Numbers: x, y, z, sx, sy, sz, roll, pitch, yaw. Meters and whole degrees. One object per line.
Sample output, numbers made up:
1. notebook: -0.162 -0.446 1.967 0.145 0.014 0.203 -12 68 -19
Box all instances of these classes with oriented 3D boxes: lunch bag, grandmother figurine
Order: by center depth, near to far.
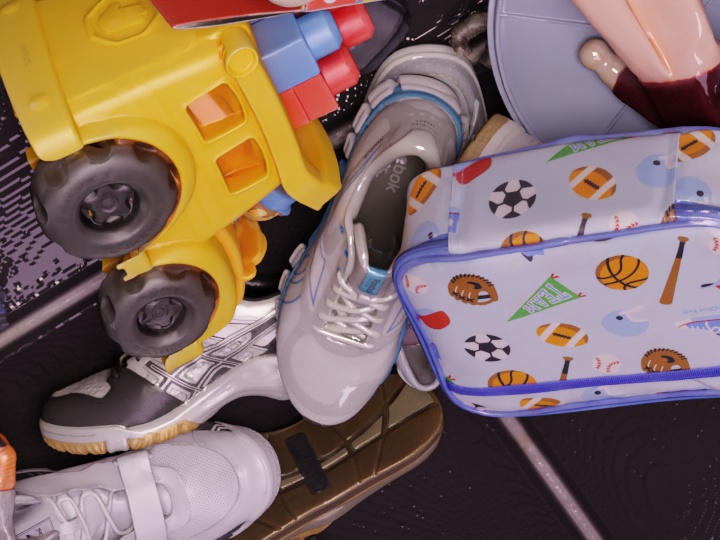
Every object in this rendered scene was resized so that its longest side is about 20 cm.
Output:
1. grandmother figurine: 0.154 -0.100 1.312 0.061 0.121 0.200 -46 118 -19
2. lunch bag: 0.124 0.009 1.332 0.199 0.076 0.161 -5 139 18

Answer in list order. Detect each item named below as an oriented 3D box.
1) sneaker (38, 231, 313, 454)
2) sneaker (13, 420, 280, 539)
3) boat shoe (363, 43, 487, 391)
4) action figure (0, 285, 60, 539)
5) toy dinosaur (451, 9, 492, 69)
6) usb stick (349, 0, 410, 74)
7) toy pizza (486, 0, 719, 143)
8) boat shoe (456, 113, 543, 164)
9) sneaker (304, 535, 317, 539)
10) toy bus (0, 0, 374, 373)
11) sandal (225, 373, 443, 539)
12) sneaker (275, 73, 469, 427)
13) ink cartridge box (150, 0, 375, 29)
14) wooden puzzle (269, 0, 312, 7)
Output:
1. sneaker: -0.092 0.038 1.501 0.199 0.076 0.088 -20 107 1
2. sneaker: -0.146 0.141 1.495 0.199 0.115 0.076 -14 97 16
3. boat shoe: 0.036 -0.029 1.476 0.074 0.065 0.203 -3 126 -12
4. action figure: -0.260 0.068 1.398 0.199 0.194 0.105 3 138 -52
5. toy dinosaur: 0.104 -0.145 1.419 0.199 0.077 0.103 27 97 -17
6. usb stick: -0.061 -0.161 1.377 0.199 0.033 0.056 28 116 -30
7. toy pizza: 0.164 -0.124 1.363 0.199 0.032 0.201 4 116 7
8. boat shoe: 0.086 -0.001 1.431 0.071 0.069 0.200 -54 161 -22
9. sneaker: -0.094 0.205 1.623 0.199 0.080 0.096 4 151 -23
10. toy bus: -0.074 -0.072 1.369 0.191 0.136 0.201 -24 136 0
11. sandal: -0.042 0.125 1.572 0.199 0.081 0.054 -23 151 0
12. sneaker: 0.000 0.000 1.405 0.074 0.087 0.201 15 114 -4
13. ink cartridge box: -0.017 -0.174 1.304 0.199 0.109 0.051 -11 126 -23
14. wooden puzzle: -0.002 -0.243 1.238 0.200 0.186 0.037 -38 143 12
